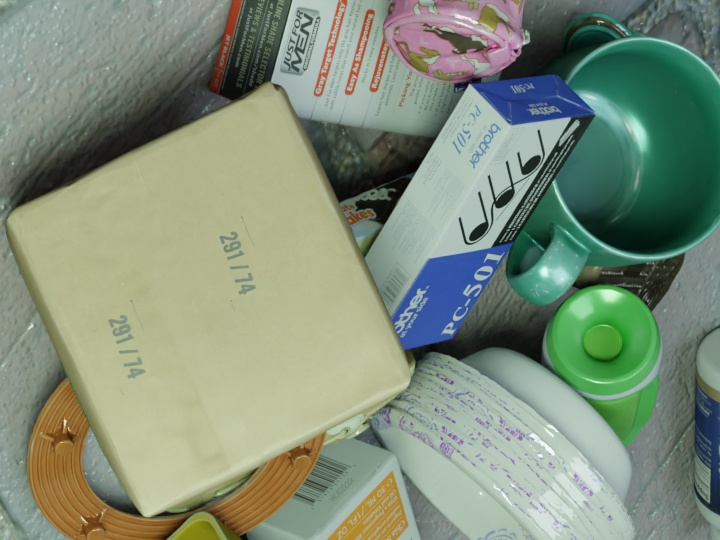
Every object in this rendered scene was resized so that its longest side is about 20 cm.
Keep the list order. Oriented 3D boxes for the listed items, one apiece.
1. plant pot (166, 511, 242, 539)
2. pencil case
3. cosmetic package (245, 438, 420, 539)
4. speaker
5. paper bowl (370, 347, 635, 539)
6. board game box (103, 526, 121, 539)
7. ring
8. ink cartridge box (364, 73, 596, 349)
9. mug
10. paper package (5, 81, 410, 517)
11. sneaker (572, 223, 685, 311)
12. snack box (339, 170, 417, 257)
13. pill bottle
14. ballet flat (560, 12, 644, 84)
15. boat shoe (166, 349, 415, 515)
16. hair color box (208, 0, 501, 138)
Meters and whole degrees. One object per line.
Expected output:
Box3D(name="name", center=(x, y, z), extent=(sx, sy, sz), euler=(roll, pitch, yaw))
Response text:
Box3D(name="plant pot", center=(-0.083, 0.314, 1.544), extent=(0.200, 0.200, 0.176), euler=(-43, 144, 9))
Box3D(name="pencil case", center=(0.075, -0.215, 1.484), extent=(0.086, 0.083, 0.201), euler=(33, 56, -32))
Box3D(name="cosmetic package", center=(-0.008, 0.225, 1.677), extent=(0.101, 0.071, 0.201), euler=(-44, 135, -33))
Box3D(name="speaker", center=(0.174, 0.077, 1.714), extent=(0.089, 0.088, 0.200), euler=(-48, 165, -13))
Box3D(name="paper bowl", center=(0.111, 0.134, 1.658), extent=(0.104, 0.200, 0.201), euler=(-48, 134, -12))
Box3D(name="board game box", center=(-0.143, 0.249, 1.616), extent=(0.103, 0.019, 0.200), euler=(-55, 135, -5))
Box3D(name="ring", center=(-0.114, 0.114, 1.502), extent=(0.199, 0.019, 0.201), euler=(-11, 129, -14))
Box3D(name="ink cartridge box", center=(0.065, -0.034, 1.516), extent=(0.094, 0.044, 0.200), euler=(-11, 141, -48))
Box3D(name="mug", center=(0.156, -0.073, 1.602), extent=(0.184, 0.114, 0.153), euler=(-21, 95, -22))
Box3D(name="paper package", center=(-0.091, 0.017, 1.390), extent=(0.190, 0.103, 0.201), euler=(-26, 91, -3))
Box3D(name="sneaker", center=(0.185, -0.016, 1.753), extent=(0.071, 0.075, 0.200), euler=(-55, 158, 5))
Box3D(name="snack box", center=(0.000, 0.000, 1.574), extent=(0.200, 0.037, 0.116), euler=(-23, 144, -38))
Box3D(name="pill bottle", center=(0.331, 0.151, 1.929), extent=(0.111, 0.111, 0.201), euler=(-24, 125, -32))
Box3D(name="ballet flat", center=(0.198, -0.130, 1.715), extent=(0.200, 0.067, 0.071), euler=(62, 40, -41))
Box3D(name="boat shoe", center=(-0.052, 0.103, 1.592), extent=(0.200, 0.073, 0.063), euler=(-25, 133, -28))
Box3D(name="hair color box", center=(0.005, -0.146, 1.525), extent=(0.199, 0.061, 0.102), euler=(5, 106, -44))
